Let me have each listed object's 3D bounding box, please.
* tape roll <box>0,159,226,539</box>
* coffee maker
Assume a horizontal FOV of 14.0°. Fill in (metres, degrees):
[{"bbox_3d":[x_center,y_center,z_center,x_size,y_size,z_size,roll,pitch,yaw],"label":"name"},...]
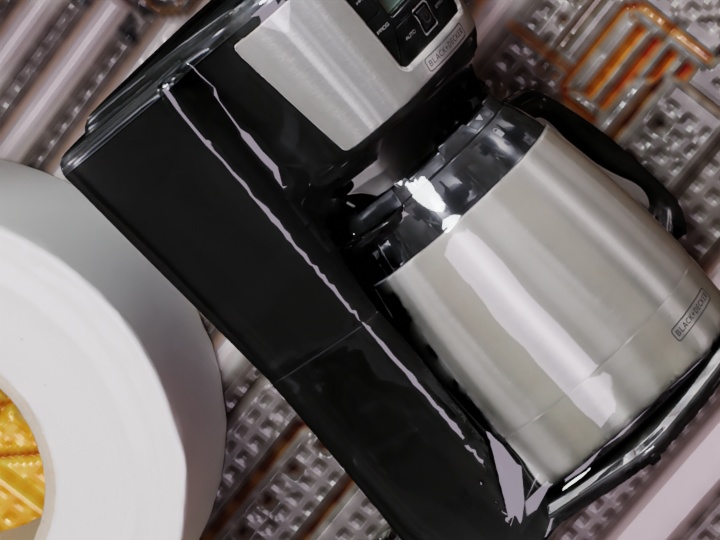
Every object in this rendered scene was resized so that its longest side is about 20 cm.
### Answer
[{"bbox_3d":[-0.153,0.061,1.061,0.202,0.071,0.203,3,108,10],"label":"tape roll"},{"bbox_3d":[0.000,0.000,0.981,0.192,0.135,0.200,-40,96,20],"label":"coffee maker"}]
